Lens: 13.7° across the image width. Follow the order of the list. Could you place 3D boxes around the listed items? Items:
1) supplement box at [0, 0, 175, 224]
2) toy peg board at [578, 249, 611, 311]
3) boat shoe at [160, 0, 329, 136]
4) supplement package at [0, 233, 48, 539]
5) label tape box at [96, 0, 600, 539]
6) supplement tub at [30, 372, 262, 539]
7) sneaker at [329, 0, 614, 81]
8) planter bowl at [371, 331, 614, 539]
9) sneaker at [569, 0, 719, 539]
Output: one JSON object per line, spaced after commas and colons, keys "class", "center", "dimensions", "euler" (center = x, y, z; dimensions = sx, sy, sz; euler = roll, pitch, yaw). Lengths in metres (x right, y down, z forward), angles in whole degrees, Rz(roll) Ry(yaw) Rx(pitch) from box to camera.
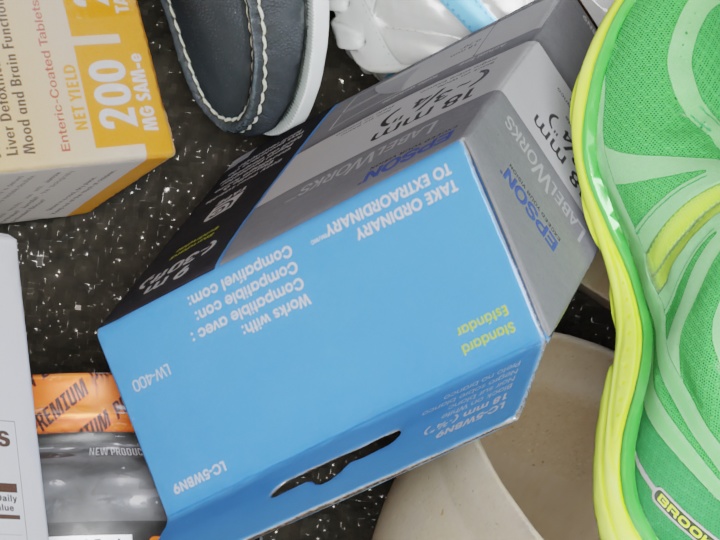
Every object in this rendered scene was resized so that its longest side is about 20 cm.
{"class": "supplement box", "center": [-0.173, -0.077, 0.981], "dimensions": [0.200, 0.074, 0.126], "euler": [-8, 79, -33]}
{"class": "toy peg board", "center": [0.203, -0.022, 1.006], "dimensions": [0.199, 0.098, 0.200], "euler": [33, 84, 23]}
{"class": "boat shoe", "center": [-0.059, -0.135, 0.992], "dimensions": [0.060, 0.076, 0.200], "euler": [-24, 111, -39]}
{"class": "supplement package", "center": [-0.170, 0.095, 0.879], "dimensions": [0.120, 0.121, 0.200], "euler": [6, 68, -40]}
{"class": "label tape box", "center": [0.000, 0.000, 0.922], "dimensions": [0.144, 0.200, 0.063], "euler": [-27, 105, 27]}
{"class": "supplement tub", "center": [-0.090, 0.137, 0.966], "dimensions": [0.122, 0.123, 0.200], "euler": [-3, 80, 2]}
{"class": "sneaker", "center": [0.009, -0.112, 1.027], "dimensions": [0.200, 0.077, 0.081], "euler": [36, 93, 12]}
{"class": "planter bowl", "center": [0.076, 0.133, 0.940], "dimensions": [0.200, 0.200, 0.135], "euler": [40, 112, 8]}
{"class": "sneaker", "center": [0.111, 0.001, 0.868], "dimensions": [0.084, 0.074, 0.200], "euler": [-21, 61, 39]}
